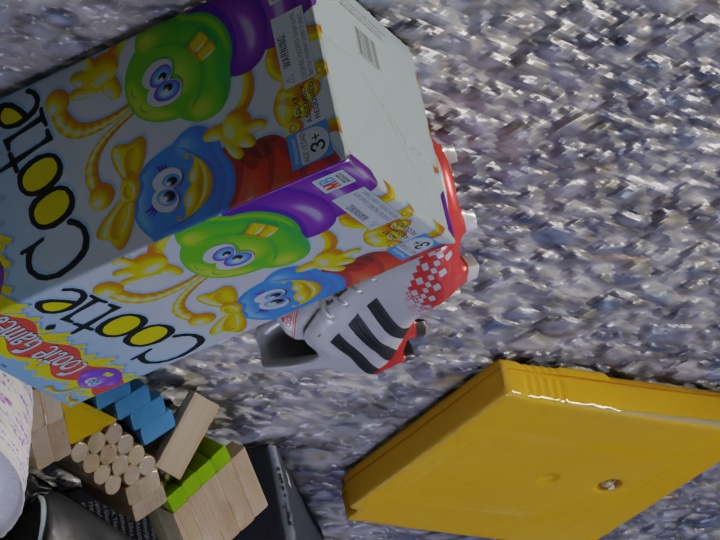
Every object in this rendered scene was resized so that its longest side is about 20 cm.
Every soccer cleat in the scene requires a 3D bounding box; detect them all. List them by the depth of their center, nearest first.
[{"bbox_3d":[0.000,0.000,1.289,0.085,0.069,0.200,-8,158,-16],"label":"soccer cleat"}]

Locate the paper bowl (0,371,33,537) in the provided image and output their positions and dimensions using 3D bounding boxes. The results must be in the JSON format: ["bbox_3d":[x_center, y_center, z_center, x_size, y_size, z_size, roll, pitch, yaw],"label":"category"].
[{"bbox_3d":[-0.260,0.095,1.285,0.200,0.105,0.201,-1,147,-1],"label":"paper bowl"}]

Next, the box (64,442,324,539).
[{"bbox_3d":[-0.121,0.195,1.572,0.200,0.105,0.148,-14,153,5],"label":"box"}]

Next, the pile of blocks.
[{"bbox_3d":[-0.131,0.088,1.430,0.062,0.082,0.200,22,168,42],"label":"pile of blocks"}]

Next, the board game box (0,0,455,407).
[{"bbox_3d":[-0.077,-0.034,1.147,0.200,0.103,0.105,-23,151,20],"label":"board game box"}]

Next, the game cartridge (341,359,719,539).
[{"bbox_3d":[0.110,0.111,1.592,0.200,0.032,0.176,12,145,-34],"label":"game cartridge"}]

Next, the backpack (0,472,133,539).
[{"bbox_3d":[-0.179,0.222,1.399,0.150,0.200,0.178,35,172,-13],"label":"backpack"}]
